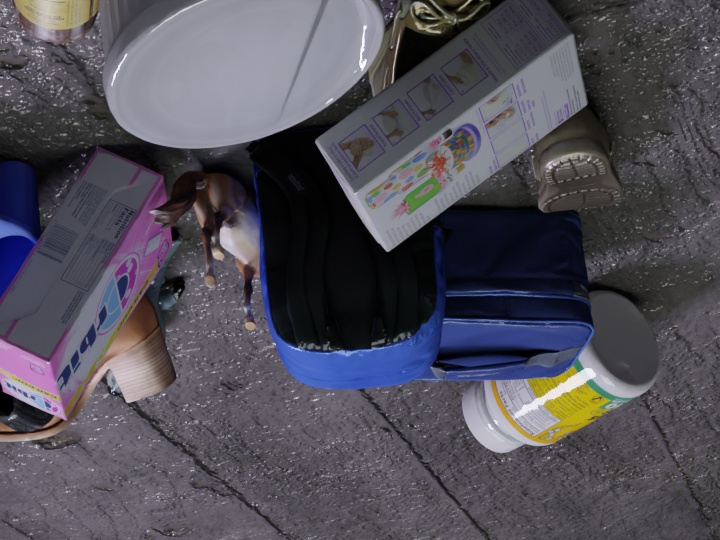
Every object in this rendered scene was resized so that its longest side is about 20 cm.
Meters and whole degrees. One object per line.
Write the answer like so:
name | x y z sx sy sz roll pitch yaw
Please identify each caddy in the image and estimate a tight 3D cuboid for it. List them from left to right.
caddy | -0.345 -0.017 1.624 0.140 0.106 0.200 14 146 -31

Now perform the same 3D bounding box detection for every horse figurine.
horse figurine | -0.108 -0.025 1.663 0.050 0.133 0.200 -23 137 17

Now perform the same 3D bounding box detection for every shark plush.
shark plush | -0.202 0.022 1.812 0.083 0.091 0.201 -13 137 -30

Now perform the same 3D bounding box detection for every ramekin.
ramekin | -0.089 -0.178 1.352 0.200 0.095 0.203 -16 155 -8

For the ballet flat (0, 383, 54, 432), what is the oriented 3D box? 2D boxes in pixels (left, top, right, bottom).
ballet flat | -0.333 0.060 1.704 0.067 0.200 0.057 -46 155 5

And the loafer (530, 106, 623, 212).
loafer | 0.179 -0.096 1.623 0.075 0.069 0.200 -6 168 4

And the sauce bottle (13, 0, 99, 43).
sauce bottle | -0.199 -0.233 1.297 0.064 0.065 0.201 1 150 -12

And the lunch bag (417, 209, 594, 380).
lunch bag | 0.110 0.032 1.775 0.198 0.134 0.136 -1 152 -10

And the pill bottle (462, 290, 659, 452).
pill bottle | 0.195 0.109 1.957 0.112 0.114 0.200 16 145 -35

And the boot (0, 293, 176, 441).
boot | -0.277 0.060 1.742 0.198 0.077 0.156 -18 109 17

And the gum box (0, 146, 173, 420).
gum box | -0.227 0.007 1.610 0.066 0.201 0.114 24 155 12

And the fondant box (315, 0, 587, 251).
fondant box | 0.073 -0.112 1.467 0.199 0.058 0.144 -37 160 -1

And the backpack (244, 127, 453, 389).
backpack | 0.000 0.000 1.622 0.161 0.202 0.168 -9 152 4

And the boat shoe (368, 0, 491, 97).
boat shoe | 0.054 -0.175 1.450 0.072 0.064 0.201 5 150 -19
